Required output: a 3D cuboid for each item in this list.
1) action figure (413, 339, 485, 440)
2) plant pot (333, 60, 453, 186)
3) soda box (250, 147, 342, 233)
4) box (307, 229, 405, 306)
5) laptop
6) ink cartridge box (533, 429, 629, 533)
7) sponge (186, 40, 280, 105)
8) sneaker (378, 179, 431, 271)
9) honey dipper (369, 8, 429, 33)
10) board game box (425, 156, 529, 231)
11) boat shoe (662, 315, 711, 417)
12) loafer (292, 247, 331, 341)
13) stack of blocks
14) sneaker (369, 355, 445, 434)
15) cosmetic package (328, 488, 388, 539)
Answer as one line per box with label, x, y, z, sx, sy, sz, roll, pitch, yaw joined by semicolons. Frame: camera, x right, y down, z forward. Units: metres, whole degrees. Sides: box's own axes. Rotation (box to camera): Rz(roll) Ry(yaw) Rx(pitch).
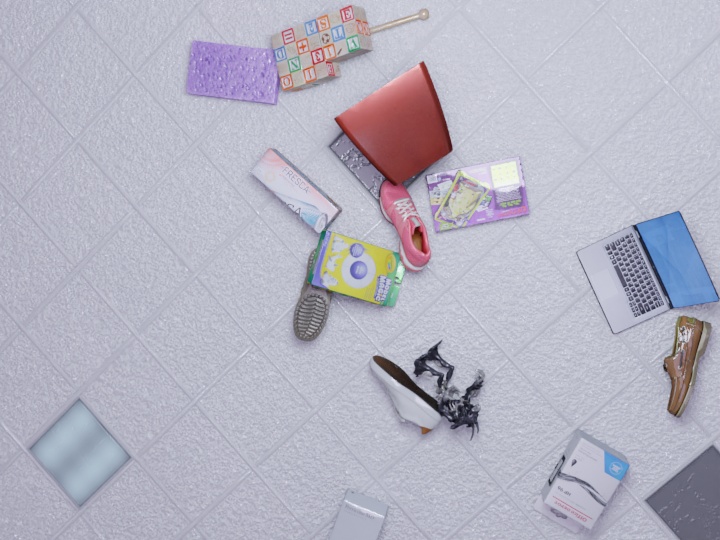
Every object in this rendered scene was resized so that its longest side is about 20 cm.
action figure;0.197;0.248;1.669;0.201;0.118;0.102;53;133;8
plant pot;0.083;-0.284;1.600;0.198;0.200;0.178;-31;100;10
soda box;-0.134;-0.169;1.701;0.200;0.064;0.069;42;100;3
box;0.000;0.000;1.672;0.197;0.048;0.119;16;90;-19
laptop;0.561;0.009;1.590;0.198;0.116;0.189;-25;91;10
ink cartridge box;0.455;0.451;1.674;0.115;0.068;0.202;28;99;5
sponge;-0.268;-0.420;1.713;0.197;0.030;0.113;9;97;8
sneaker;0.102;-0.102;1.645;0.073;0.087;0.203;-19;83;-19
honey dipper;0.046;-0.498;1.654;0.197;0.038;0.039;-13;94;10
board game box;0.242;-0.157;1.665;0.197;0.032;0.122;-10;90;10
boat shoe;0.643;0.192;1.625;0.067;0.072;0.203;16;88;10
loafer;-0.093;0.051;1.714;0.075;0.068;0.203;15;94;3
stack of blocks;-0.076;-0.447;1.636;0.198;0.058;0.117;-12;93;28
sneaker;0.082;0.269;1.709;0.200;0.073;0.085;42;113;9
cosmetic package;-0.020;0.595;1.758;0.100;0.071;0.203;20;98;6
